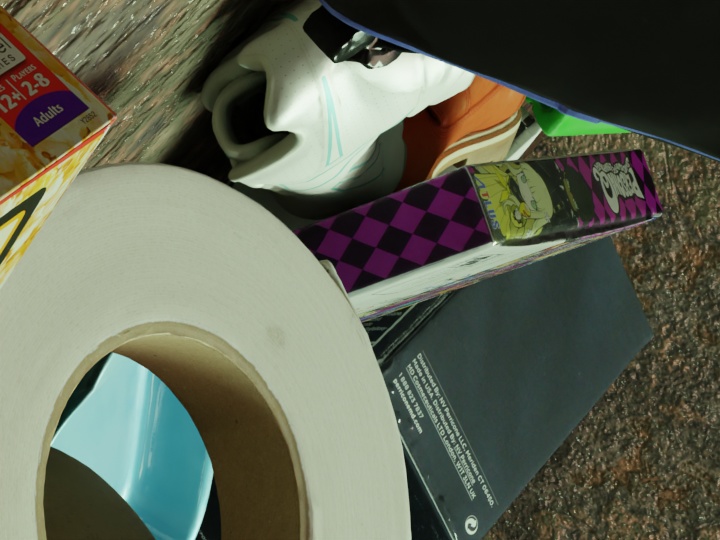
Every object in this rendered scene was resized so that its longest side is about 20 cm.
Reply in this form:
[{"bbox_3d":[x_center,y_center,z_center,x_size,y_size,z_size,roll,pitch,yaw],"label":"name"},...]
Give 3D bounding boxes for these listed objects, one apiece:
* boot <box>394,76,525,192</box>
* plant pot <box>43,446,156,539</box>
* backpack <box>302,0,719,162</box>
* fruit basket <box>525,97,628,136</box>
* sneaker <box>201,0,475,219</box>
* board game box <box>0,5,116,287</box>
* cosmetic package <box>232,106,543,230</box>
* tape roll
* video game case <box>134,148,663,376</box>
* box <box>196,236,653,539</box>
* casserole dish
[{"bbox_3d":[0.022,-0.090,1.032,0.200,0.075,0.108,-35,150,-57],"label":"boot"},{"bbox_3d":[-0.156,0.158,0.730,0.134,0.201,0.200,-4,143,-48],"label":"plant pot"},{"bbox_3d":[0.099,-0.129,0.617,0.135,0.181,0.201,105,9,-46],"label":"backpack"},{"bbox_3d":[0.169,-0.181,1.203,0.215,0.156,0.216,-31,166,-9],"label":"fruit basket"},{"bbox_3d":[-0.022,-0.060,0.845,0.080,0.071,0.200,-26,171,-15],"label":"sneaker"},{"bbox_3d":[-0.148,0.040,0.476,0.152,0.046,0.200,-51,175,37],"label":"board game box"},{"bbox_3d":[0.016,-0.053,1.140,0.051,0.082,0.200,-52,175,31],"label":"cosmetic package"},{"bbox_3d":[-0.062,0.069,0.674,0.037,0.204,0.203,-12,-158,40],"label":"tape roll"},{"bbox_3d":[0.000,0.000,0.948,0.199,0.036,0.181,-20,175,27],"label":"video game case"},{"bbox_3d":[0.014,0.048,1.254,0.199,0.124,0.198,-5,-149,45],"label":"box"},{"bbox_3d":[-0.099,0.077,0.861,0.121,0.039,0.201,-44,158,-39],"label":"casserole dish"}]
